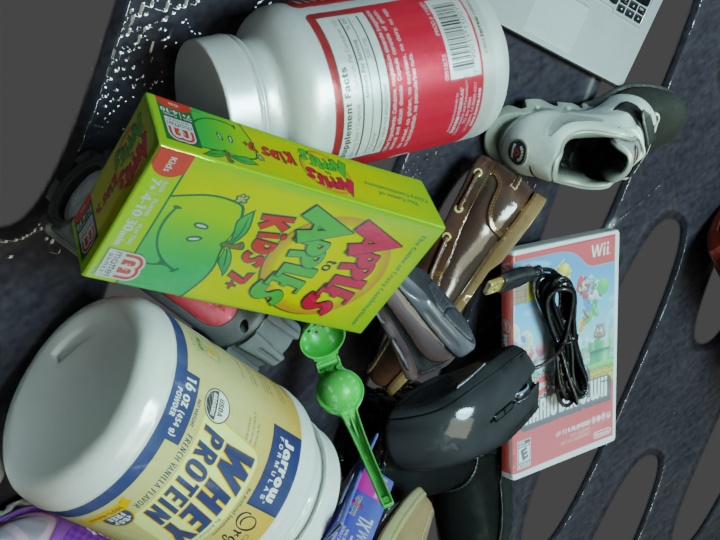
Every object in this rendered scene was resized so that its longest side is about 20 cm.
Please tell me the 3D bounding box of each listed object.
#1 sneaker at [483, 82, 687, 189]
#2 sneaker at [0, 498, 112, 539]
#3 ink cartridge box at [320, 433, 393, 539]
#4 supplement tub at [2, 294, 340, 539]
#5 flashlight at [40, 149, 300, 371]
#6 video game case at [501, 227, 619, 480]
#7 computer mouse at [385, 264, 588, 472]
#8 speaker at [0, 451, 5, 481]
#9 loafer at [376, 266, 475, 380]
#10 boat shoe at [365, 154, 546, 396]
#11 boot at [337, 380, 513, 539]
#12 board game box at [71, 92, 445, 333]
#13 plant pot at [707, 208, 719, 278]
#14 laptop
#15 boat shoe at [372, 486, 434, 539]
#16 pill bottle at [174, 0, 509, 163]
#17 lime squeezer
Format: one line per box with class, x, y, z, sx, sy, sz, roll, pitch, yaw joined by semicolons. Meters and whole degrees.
sneaker;0.204;-0.100;0.878;0.200;0.089;0.074;-14;126;-28
sneaker;-0.251;0.208;0.724;0.200;0.088;0.081;-1;112;-35
ink cartridge box;-0.034;0.231;0.832;0.042;0.119;0.200;30;118;1
supplement tub;-0.120;0.121;0.732;0.145;0.144;0.200;-52;130;-1
flashlight;-0.118;0.000;0.725;0.068;0.068;0.200;-49;129;1
video game case;0.177;0.070;0.950;0.143;0.017;0.201;-11;105;-39
computer mouse;0.107;0.078;0.860;0.200;0.046;0.141;-19;110;-25
speaker;-0.292;0.066;0.630;0.081;0.081;0.200;-34;127;-16
loafer;0.000;0.000;0.777;0.063;0.072;0.200;-38;105;15
boat shoe;0.061;0.003;0.854;0.070;0.070;0.200;36;90;-2
boot;0.057;0.183;0.930;0.162;0.073;0.199;-1;106;-36
board game box;-0.058;-0.027;0.653;0.200;0.048;0.102;14;127;-35
plant pot;0.443;0.013;1.043;0.201;0.201;0.195;-45;122;-7
laptop;0.214;-0.243;0.798;0.187;0.116;0.200;16;103;-38
boat shoe;0.020;0.244;0.801;0.071;0.064;0.200;-58;178;39
pill bottle;-0.012;-0.123;0.706;0.200;0.112;0.113;-16;121;-27
lime squeezer;-0.014;0.072;0.792;0.038;0.071;0.200;-21;99;-29
